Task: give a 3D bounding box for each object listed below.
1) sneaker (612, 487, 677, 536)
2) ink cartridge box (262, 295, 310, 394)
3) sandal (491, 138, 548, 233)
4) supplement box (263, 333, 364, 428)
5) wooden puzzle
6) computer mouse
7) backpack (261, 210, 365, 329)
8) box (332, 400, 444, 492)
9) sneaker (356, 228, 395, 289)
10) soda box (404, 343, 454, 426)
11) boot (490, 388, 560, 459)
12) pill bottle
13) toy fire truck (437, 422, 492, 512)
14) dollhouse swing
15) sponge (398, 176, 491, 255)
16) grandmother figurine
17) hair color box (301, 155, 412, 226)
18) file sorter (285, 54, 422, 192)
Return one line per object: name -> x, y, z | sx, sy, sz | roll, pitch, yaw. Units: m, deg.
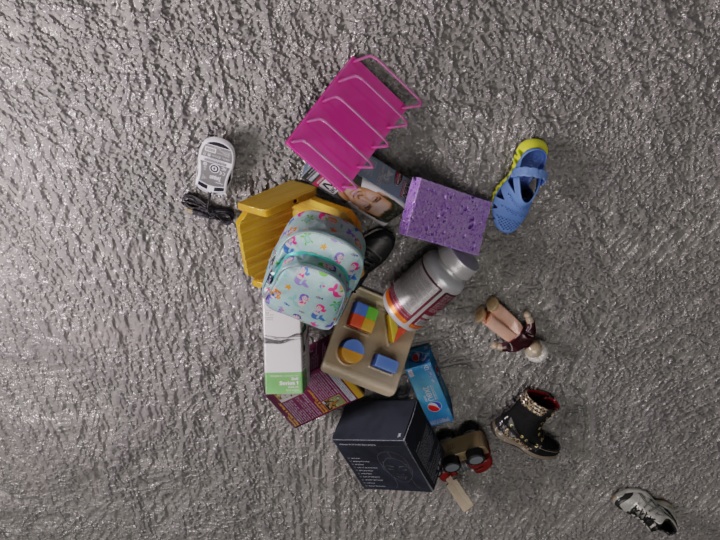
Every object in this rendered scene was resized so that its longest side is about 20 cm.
sneaker -> 0.776, 0.655, 2.131 | 0.198, 0.088, 0.076 | 20, 125, -13
ink cartridge box -> -0.155, 0.146, 1.666 | 0.083, 0.146, 0.203 | -1, 94, 2
sandal -> 0.312, -0.154, 1.543 | 0.078, 0.088, 0.202 | 8, 127, -9
supplement box -> -0.105, 0.254, 1.819 | 0.198, 0.104, 0.131 | -26, 122, 16
wooden puzzle -> 0.028, 0.155, 1.723 | 0.184, 0.046, 0.202 | 23, 83, -17
computer mouse -> -0.283, -0.183, 1.541 | 0.108, 0.044, 0.201 | 17, 130, -7
backpack -> -0.084, -0.003, 1.468 | 0.176, 0.151, 0.201 | 23, 120, -10
box -> 0.070, 0.421, 1.895 | 0.198, 0.125, 0.198 | -6, 131, 30
sneaker -> 0.000, 0.000, 1.646 | 0.075, 0.088, 0.200 | 37, 118, -24
soda box -> 0.162, 0.272, 1.857 | 0.063, 0.068, 0.201 | -16, 125, 11
boot -> 0.438, 0.377, 1.938 | 0.198, 0.073, 0.151 | 26, 122, -12
pill bottle -> 0.148, 0.028, 1.655 | 0.109, 0.110, 0.200 | 34, 119, -23
toy fire truck -> 0.260, 0.507, 2.007 | 0.174, 0.130, 0.201 | -21, 135, 14
dollhouse swing -> -0.116, -0.042, 1.547 | 0.181, 0.175, 0.202 | -26, 132, -27
sponge -> 0.167, -0.104, 1.538 | 0.198, 0.030, 0.113 | 13, 94, -37
grandmother figurine -> 0.345, 0.144, 1.775 | 0.199, 0.061, 0.121 | 36, 127, -20
hair color box -> -0.003, -0.173, 1.518 | 0.199, 0.061, 0.099 | 29, 147, -20
file sorter -> -0.007, -0.257, 1.379 | 0.139, 0.125, 0.201 | 39, 85, -19
